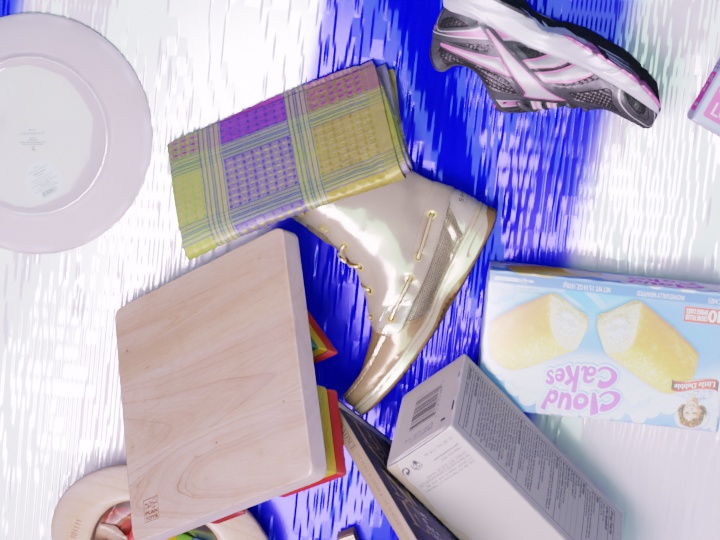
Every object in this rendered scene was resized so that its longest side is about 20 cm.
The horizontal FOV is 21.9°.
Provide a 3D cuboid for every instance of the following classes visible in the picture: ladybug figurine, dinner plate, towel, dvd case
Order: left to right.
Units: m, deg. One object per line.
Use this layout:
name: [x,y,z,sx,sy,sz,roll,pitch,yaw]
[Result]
dinner plate: [-0.273,-0.112,1.550,0.198,0.024,0.202,1,99,4]
ladybug figurine: [-0.160,0.231,1.565,0.198,0.072,0.137,22,98,1]
towel: [-0.056,-0.090,1.489,0.198,0.144,0.023,-21,134,7]
dvd case: [0.051,0.192,1.457,0.016,0.200,0.149,-43,132,8]

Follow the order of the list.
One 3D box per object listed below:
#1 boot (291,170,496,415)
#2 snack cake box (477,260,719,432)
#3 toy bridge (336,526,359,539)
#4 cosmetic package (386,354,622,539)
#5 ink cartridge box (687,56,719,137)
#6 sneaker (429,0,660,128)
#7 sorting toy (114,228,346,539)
boot: [0.000,0.000,1.519,0.155,0.073,0.201,31,92,-2]
snack cake box: [0.197,0.061,1.521,0.198,0.067,0.116,5,97,3]
toy bridge: [0.077,0.223,1.571,0.198,0.027,0.068,-20,97,5]
cosmetic package: [0.117,0.175,1.478,0.073,0.104,0.200,-35,108,27]
ink cartridge box: [0.363,-0.180,1.491,0.119,0.042,0.201,29,97,-1]
sneaker: [0.145,-0.160,1.499,0.199,0.080,0.087,29,111,7]
sorting toy: [-0.099,0.098,1.486,0.199,0.069,0.201,-25,63,36]
